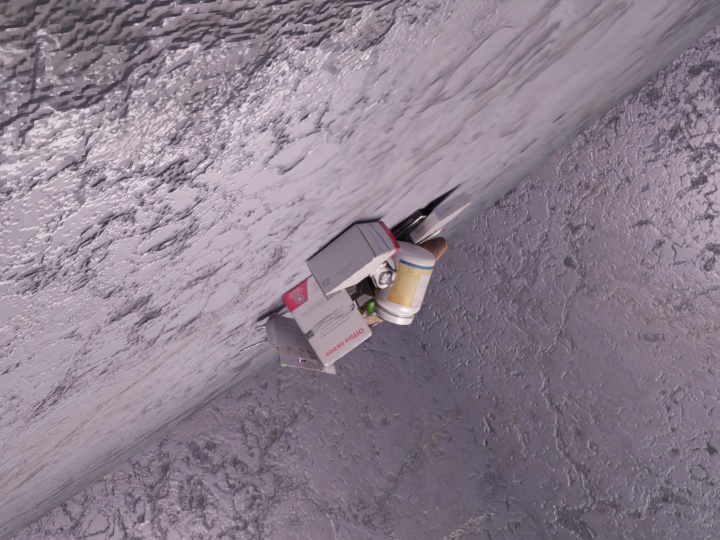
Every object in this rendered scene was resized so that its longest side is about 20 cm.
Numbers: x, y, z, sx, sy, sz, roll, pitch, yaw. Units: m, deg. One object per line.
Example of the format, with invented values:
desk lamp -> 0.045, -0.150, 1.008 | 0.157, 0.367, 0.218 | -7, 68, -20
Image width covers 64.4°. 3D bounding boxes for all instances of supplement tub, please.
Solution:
supplement tub -> 0.119, 0.033, 1.623 | 0.144, 0.142, 0.205 | -22, 132, -66

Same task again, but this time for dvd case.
dvd case -> 0.140, -0.126, 1.689 | 0.149, 0.025, 0.199 | -38, 175, 18

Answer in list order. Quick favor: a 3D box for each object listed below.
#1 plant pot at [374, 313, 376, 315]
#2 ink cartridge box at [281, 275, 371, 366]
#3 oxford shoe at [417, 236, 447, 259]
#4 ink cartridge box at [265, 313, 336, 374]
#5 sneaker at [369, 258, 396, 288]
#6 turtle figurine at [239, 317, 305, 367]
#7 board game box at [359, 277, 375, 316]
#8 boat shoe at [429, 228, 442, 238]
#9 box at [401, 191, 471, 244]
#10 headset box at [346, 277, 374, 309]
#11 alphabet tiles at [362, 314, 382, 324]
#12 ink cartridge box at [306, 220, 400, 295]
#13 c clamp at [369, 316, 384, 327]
plant pot -> 0.034, 0.063, 1.917 | 0.198, 0.163, 0.201 | -34, 174, -4
ink cartridge box -> -0.083, 0.115, 1.422 | 0.143, 0.203, 0.084 | -33, 174, -9
oxford shoe -> 0.182, -0.045, 1.727 | 0.197, 0.072, 0.073 | -32, 169, -9
ink cartridge box -> -0.158, 0.203, 1.493 | 0.157, 0.202, 0.048 | 16, 118, -27
sneaker -> 0.040, -0.012, 1.476 | 0.079, 0.131, 0.199 | -36, 174, 15
turtle figurine -> -0.226, 0.165, 1.658 | 0.146, 0.195, 0.196 | 97, 17, -45
board game box -> 0.043, 0.063, 1.743 | 0.198, 0.101, 0.049 | -33, 137, -28
boat shoe -> 0.174, -0.120, 1.885 | 0.197, 0.074, 0.063 | -31, 132, 11
box -> 0.222, -0.143, 1.715 | 0.154, 0.042, 0.200 | -32, 174, -35
headset box -> -0.075, 0.079, 1.594 | 0.147, 0.077, 0.199 | -32, -166, -25
alphabet tiles -> -0.030, 0.151, 1.636 | 0.163, 0.008, 0.200 | -13, 168, 9
ink cartridge box -> -0.010, -0.031, 1.249 | 0.146, 0.087, 0.199 | -36, 173, 18
c clamp -> 0.028, 0.146, 1.812 | 0.169, 0.027, 0.201 | -33, 157, -2
